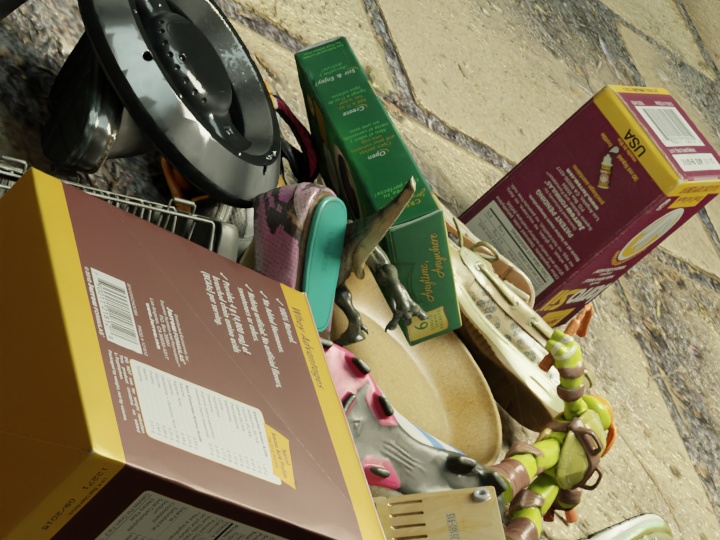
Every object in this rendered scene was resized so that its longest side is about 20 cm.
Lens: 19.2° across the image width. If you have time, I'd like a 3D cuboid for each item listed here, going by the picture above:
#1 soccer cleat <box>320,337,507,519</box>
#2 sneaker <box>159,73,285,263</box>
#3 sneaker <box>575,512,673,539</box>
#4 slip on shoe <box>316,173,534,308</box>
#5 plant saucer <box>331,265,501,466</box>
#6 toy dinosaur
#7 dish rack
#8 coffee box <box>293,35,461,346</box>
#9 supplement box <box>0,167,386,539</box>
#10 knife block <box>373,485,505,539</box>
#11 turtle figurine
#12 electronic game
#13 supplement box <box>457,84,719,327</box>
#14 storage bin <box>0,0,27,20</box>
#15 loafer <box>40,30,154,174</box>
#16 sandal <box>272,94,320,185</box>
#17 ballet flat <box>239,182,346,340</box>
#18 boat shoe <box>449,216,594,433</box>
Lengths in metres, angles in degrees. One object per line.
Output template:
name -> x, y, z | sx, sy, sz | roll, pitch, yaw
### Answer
soccer cleat -> -0.001, 0.111, 1.299 | 0.200, 0.086, 0.070 | 39, 59, -24
sneaker -> -0.103, -0.086, 1.475 | 0.077, 0.078, 0.200 | 18, 36, -34
sneaker -> 0.166, 0.227, 1.466 | 0.200, 0.077, 0.089 | -10, 73, -56
slip on shoe -> 0.045, -0.022, 1.642 | 0.200, 0.076, 0.061 | 35, -14, -7
plant saucer -> 0.015, 0.069, 1.478 | 0.200, 0.035, 0.200 | 36, 26, -21
toy dinosaur -> 0.000, 0.000, 1.385 | 0.047, 0.200, 0.088 | -18, 89, -24
dish rack -> -0.179, -0.034, 1.220 | 0.200, 0.055, 0.153 | 15, -1, -39
coffee box -> 0.012, -0.057, 1.487 | 0.123, 0.044, 0.200 | 78, -11, -45
supplement box -> -0.119, 0.087, 1.118 | 0.200, 0.133, 0.197 | 26, 32, -39
knife block -> 0.040, 0.217, 1.290 | 0.200, 0.176, 0.064 | -6, 38, -3
turtle figurine -> 0.135, 0.135, 1.470 | 0.064, 0.200, 0.161 | 23, 42, 25
electronic game -> -0.115, -0.129, 1.376 | 0.200, 0.042, 0.200 | 49, 22, -28
supplement box -> 0.181, -0.049, 1.723 | 0.103, 0.200, 0.131 | 54, 26, 14
storage bin -> -0.287, -0.208, 1.299 | 0.134, 0.145, 0.200 | 60, 26, 4
loafer -> -0.158, -0.104, 1.373 | 0.072, 0.073, 0.200 | 31, 18, -14
sandal -> -0.056, -0.095, 1.560 | 0.200, 0.045, 0.075 | -107, -175, -47
ballet flat -> -0.051, 0.044, 1.340 | 0.069, 0.071, 0.200 | 15, 77, -58
boat shoe -> 0.091, 0.030, 1.582 | 0.063, 0.073, 0.200 | -43, 99, -25
